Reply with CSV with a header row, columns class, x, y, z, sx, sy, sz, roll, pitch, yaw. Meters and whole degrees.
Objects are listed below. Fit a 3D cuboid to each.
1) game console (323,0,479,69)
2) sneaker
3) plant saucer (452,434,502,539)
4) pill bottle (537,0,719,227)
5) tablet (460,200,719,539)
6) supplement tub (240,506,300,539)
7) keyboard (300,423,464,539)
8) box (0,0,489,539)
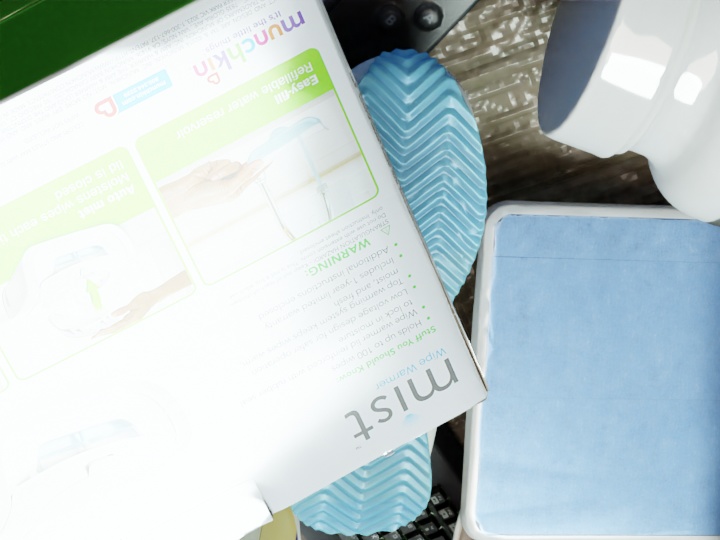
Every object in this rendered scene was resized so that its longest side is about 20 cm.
class,x,y,z,sx,sy,sz,roll,pitch,yaw
game console,-0.031,-0.133,0.873,0.200,0.117,0.176,38,112,-19
sneaker,0.000,0.000,0.958,0.076,0.081,0.201,4,127,-7
plant saucer,0.124,0.121,1.024,0.199,0.034,0.202,-1,94,-16
pill bottle,0.170,-0.061,0.916,0.199,0.116,0.116,17,118,-10
tablet,0.138,0.041,0.992,0.199,0.014,0.131,1,99,-13
supplement tub,-0.098,0.124,0.962,0.144,0.200,0.146,2,119,4
keyboard,0.063,0.132,1.077,0.127,0.021,0.200,-27,117,14
box,-0.086,0.001,0.808,0.199,0.097,0.177,-28,123,-4
